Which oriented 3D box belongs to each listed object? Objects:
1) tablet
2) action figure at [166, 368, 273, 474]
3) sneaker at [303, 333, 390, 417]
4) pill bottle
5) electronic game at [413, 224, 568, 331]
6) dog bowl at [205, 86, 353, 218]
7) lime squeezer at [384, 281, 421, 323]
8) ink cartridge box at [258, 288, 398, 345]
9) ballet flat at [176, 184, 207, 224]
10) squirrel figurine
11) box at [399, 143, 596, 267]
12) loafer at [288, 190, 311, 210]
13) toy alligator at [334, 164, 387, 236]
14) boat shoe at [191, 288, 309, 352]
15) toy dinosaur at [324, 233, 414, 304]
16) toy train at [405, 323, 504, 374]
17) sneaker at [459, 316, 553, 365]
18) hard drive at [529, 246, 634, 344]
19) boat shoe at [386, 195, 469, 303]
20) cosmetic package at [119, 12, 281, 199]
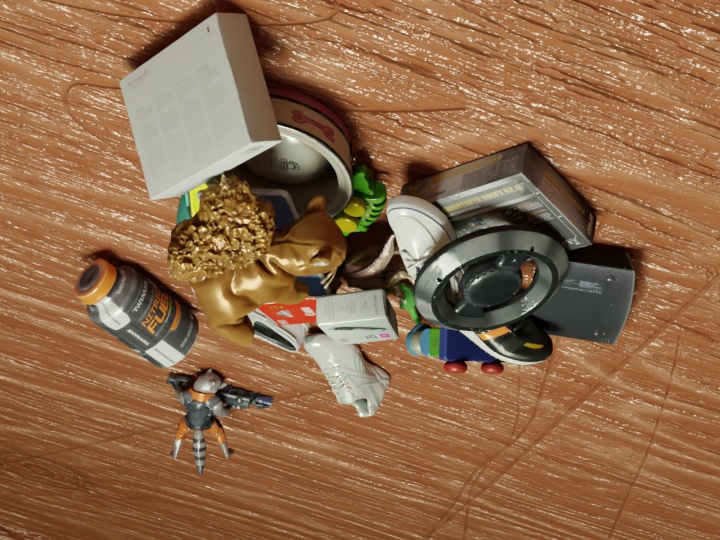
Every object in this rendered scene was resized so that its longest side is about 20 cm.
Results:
[{"bbox_3d":[-0.123,-0.034,1.474,0.130,0.014,0.200,2,139,21],"label":"tablet"},{"bbox_3d":[-0.264,0.269,2.072,0.199,0.105,0.194,6,120,4],"label":"action figure"},{"bbox_3d":[-0.023,0.170,1.861,0.070,0.080,0.200,-13,139,39],"label":"sneaker"},{"bbox_3d":[-0.358,0.063,1.793,0.106,0.106,0.200,-12,141,36],"label":"pill bottle"},{"bbox_3d":[0.164,0.012,1.422,0.199,0.042,0.200,-9,143,-7],"label":"electronic game"},{"bbox_3d":[-0.099,-0.144,1.390,0.200,0.074,0.200,10,148,6],"label":"dog bowl"},{"bbox_3d":[0.041,0.024,1.654,0.200,0.038,0.071,35,174,-32],"label":"lime squeezer"},{"bbox_3d":[-0.042,0.070,1.547,0.173,0.044,0.200,-7,168,5],"label":"ink cartridge box"},{"bbox_3d":[-0.212,-0.093,1.533,0.067,0.067,0.200,-3,150,-14],"label":"ballet flat"},{"bbox_3d":[-0.119,-0.024,1.350,0.186,0.142,0.200,-17,145,29],"label":"squirrel figurine"},{"bbox_3d":[0.169,-0.070,1.425,0.200,0.048,0.158,-17,136,41],"label":"box"},{"bbox_3d":[-0.098,-0.051,1.553,0.071,0.073,0.200,20,141,0],"label":"loafer"},{"bbox_3d":[-0.004,-0.074,1.477,0.054,0.059,0.200,18,149,-6],"label":"toy alligator"},{"bbox_3d":[-0.176,0.070,1.768,0.200,0.069,0.072,28,146,-23],"label":"boat shoe"},{"bbox_3d":[0.000,0.000,1.527,0.135,0.086,0.200,-3,172,-8],"label":"toy dinosaur"},{"bbox_3d":[0.174,0.110,1.700,0.200,0.085,0.116,5,177,-35],"label":"toy train"},{"bbox_3d":[0.182,0.057,1.570,0.200,0.070,0.090,31,146,10],"label":"sneaker"},{"bbox_3d":[0.299,0.031,1.542,0.134,0.042,0.200,8,149,9],"label":"hard drive"},{"bbox_3d":[0.088,-0.018,1.433,0.073,0.065,0.200,-6,144,31],"label":"boat shoe"},{"bbox_3d":[-0.186,-0.183,1.292,0.200,0.151,0.052,-20,175,44],"label":"cosmetic package"}]
